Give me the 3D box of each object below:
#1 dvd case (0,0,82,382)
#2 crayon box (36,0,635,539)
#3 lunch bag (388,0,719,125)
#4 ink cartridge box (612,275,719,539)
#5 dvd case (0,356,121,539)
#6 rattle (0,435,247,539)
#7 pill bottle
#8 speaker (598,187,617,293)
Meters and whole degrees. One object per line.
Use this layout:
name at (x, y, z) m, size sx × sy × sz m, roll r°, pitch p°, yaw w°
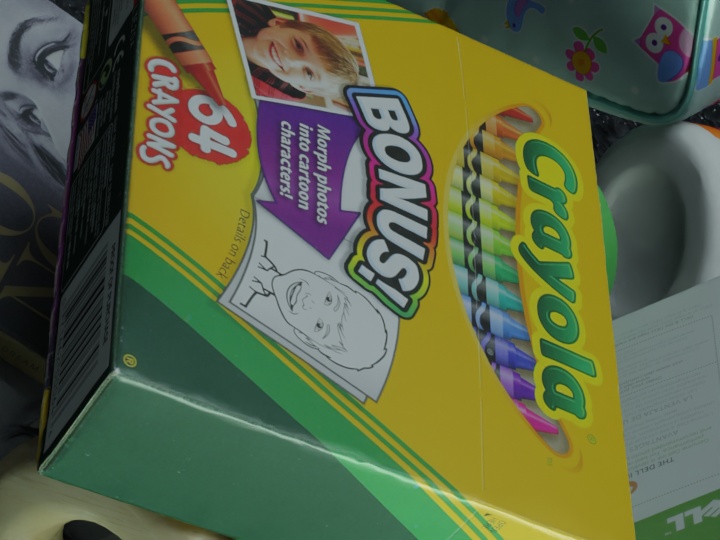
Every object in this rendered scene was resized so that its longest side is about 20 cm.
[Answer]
dvd case at (-0.105, -0.025, 0.851) m, size 0.199 × 0.016 × 0.149 m, roll 33°, pitch 46°, yaw -12°
crayon box at (-0.005, -0.004, 0.720) m, size 0.172 × 0.058 × 0.201 m, roll 20°, pitch 44°, yaw -22°
lunch bag at (0.091, -0.155, 0.994) m, size 0.199 × 0.161 × 0.077 m, roll 28°, pitch 37°, yaw 36°
ink cartridge box at (0.100, 0.093, 0.779) m, size 0.059 × 0.103 × 0.201 m, roll 58°, pitch 19°, yaw -27°
dvd case at (-0.101, 0.016, 0.858) m, size 0.148 × 0.016 × 0.201 m, roll -22°, pitch 75°, yaw -44°
rattle at (-0.075, 0.081, 0.751) m, size 0.199 × 0.131 × 0.143 m, roll 27°, pitch 47°, yaw 34°
pill bottle at (0.200, 0.002, 1.023) m, size 0.199 × 0.110 × 0.110 m, roll 10°, pitch 54°, yaw -31°
speaker at (0.000, 0.000, 0.830) m, size 0.199 × 0.088 × 0.089 m, roll -8°, pitch 65°, yaw -41°
